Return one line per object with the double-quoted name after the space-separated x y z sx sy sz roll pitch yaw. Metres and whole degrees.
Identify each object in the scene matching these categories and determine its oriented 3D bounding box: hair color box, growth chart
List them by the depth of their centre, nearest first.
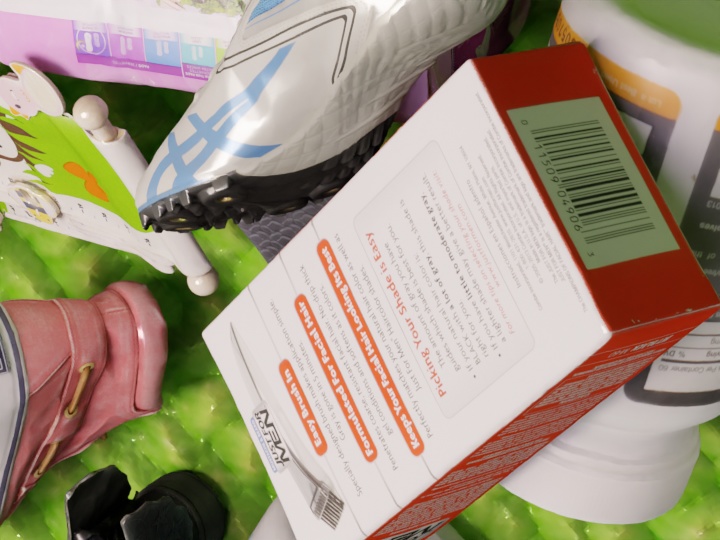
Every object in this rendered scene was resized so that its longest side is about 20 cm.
0.031 0.018 0.884 0.200 0.064 0.111 -43 67 45 "hair color box"
-0.147 -0.046 1.015 0.199 0.018 0.145 14 152 41 "growth chart"

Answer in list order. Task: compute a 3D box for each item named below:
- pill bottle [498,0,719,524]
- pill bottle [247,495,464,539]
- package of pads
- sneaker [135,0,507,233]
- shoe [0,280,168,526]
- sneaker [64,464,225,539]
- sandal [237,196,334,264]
0.109 -0.011 0.924 0.116 0.116 0.201 24 119 15 "pill bottle"
-0.032 0.193 1.078 0.111 0.111 0.200 37 122 7 "pill bottle"
-0.039 -0.118 0.946 0.199 0.121 0.076 9 120 22 "package of pads"
-0.019 -0.076 0.851 0.200 0.072 0.073 -41 62 42 "sneaker"
-0.146 0.069 1.104 0.200 0.090 0.072 118 135 -58 "shoe"
-0.117 0.165 1.109 0.060 0.104 0.201 28 119 15 "sneaker"
0.000 0.000 0.995 0.076 0.043 0.201 -4 134 23 "sandal"
